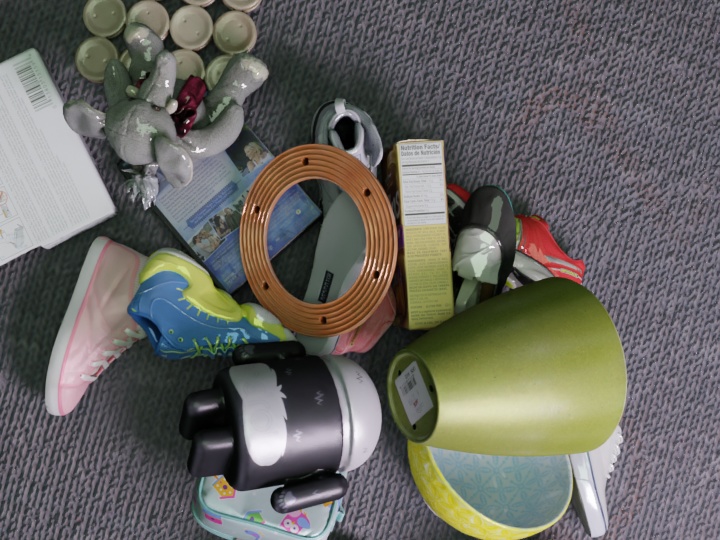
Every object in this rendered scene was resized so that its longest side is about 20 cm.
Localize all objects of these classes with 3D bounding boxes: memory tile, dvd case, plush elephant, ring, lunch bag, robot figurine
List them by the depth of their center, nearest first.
[{"bbox_3d":[-0.077,0.152,1.099,0.198,0.125,0.152,-7,96,-21],"label":"robot figurine"},{"bbox_3d":[-0.210,-0.164,1.141,0.163,0.155,0.202,23,91,2],"label":"plush elephant"},{"bbox_3d":[-0.045,-0.031,1.156,0.199,0.019,0.203,2,95,32],"label":"ring"},{"bbox_3d":[-0.086,0.205,1.183,0.159,0.077,0.201,19,54,-6],"label":"lunch bag"},{"bbox_3d":[-0.157,-0.089,1.228,0.142,0.018,0.200,-41,83,-2],"label":"dvd case"},{"bbox_3d":[-0.212,-0.273,1.231,0.198,0.017,0.155,8,88,2],"label":"memory tile"}]

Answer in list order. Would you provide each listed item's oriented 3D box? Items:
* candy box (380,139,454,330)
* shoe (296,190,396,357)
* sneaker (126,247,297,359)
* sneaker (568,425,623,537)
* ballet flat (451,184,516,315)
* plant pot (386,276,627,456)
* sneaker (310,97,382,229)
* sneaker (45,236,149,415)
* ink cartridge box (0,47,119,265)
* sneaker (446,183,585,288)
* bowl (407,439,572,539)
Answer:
[{"bbox_3d":[0.062,-0.038,1.220,0.056,0.117,0.202,-3,90,-7],"label":"candy box"},{"bbox_3d":[0.000,0.000,1.201,0.091,0.071,0.202,3,112,-47],"label":"shoe"},{"bbox_3d":[-0.161,0.070,1.169,0.199,0.076,0.105,35,64,-3],"label":"sneaker"},{"bbox_3d":[0.267,0.202,1.262,0.070,0.073,0.202,-11,91,-2],"label":"sneaker"},{"bbox_3d":[0.128,0.006,1.201,0.067,0.068,0.202,17,128,20],"label":"ballet flat"},{"bbox_3d":[0.132,0.111,1.120,0.198,0.187,0.189,-7,91,-30],"label":"plant pot"},{"bbox_3d":[-0.012,-0.093,1.213,0.074,0.115,0.202,-10,91,-5],"label":"sneaker"},{"bbox_3d":[-0.271,0.072,1.206,0.104,0.075,0.202,18,84,0],"label":"sneaker"},{"bbox_3d":[-0.387,-0.115,1.212,0.172,0.044,0.201,-26,93,-4],"label":"ink cartridge box"},{"bbox_3d":[0.171,-0.037,1.264,0.199,0.077,0.085,39,66,-5],"label":"sneaker"},{"bbox_3d":[0.123,0.219,1.219,0.199,0.201,0.108,37,130,-5],"label":"bowl"}]
